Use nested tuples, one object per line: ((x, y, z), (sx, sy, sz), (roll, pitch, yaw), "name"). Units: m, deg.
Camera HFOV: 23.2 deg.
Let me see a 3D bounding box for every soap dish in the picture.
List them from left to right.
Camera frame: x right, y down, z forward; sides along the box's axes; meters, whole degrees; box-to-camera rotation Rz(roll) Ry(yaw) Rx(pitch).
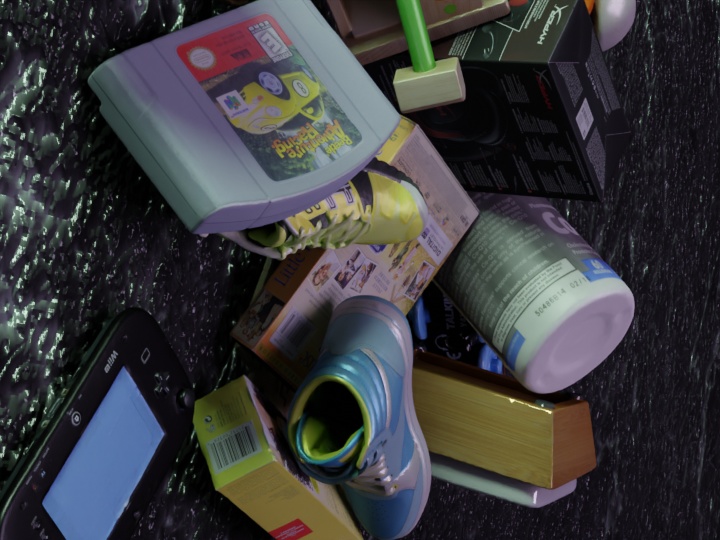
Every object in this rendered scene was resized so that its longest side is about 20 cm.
((0.085, 0.121, 1.417), (0.157, 0.198, 0.082), (1, 104, -69), "soap dish")

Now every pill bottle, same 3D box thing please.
((0.116, -0.009, 1.400), (0.113, 0.200, 0.114), (-28, 147, -20), "pill bottle")

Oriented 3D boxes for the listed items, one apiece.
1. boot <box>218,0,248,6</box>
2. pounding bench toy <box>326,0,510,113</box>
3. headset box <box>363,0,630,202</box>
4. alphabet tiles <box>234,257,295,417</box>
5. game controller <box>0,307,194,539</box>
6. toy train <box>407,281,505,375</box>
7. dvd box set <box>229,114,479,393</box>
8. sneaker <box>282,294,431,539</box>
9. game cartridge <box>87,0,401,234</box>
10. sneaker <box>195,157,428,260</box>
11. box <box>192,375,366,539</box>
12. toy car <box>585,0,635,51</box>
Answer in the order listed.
((-0.077, -0.261, 1.119), (0.074, 0.075, 0.202), (-56, 146, -50), "boot")
((0.023, -0.227, 1.201), (0.156, 0.123, 0.201), (64, 11, -50), "pounding bench toy")
((0.084, -0.132, 1.312), (0.075, 0.198, 0.149), (-63, 142, -30), "headset box")
((-0.046, 0.043, 1.350), (0.168, 0.007, 0.201), (61, 41, -53), "alphabet tiles")
((-0.160, 0.118, 1.059), (0.105, 0.042, 0.201), (74, 31, -41), "game controller")
((0.090, 0.020, 1.567), (0.115, 0.086, 0.202), (-61, 148, -53), "toy train")
((0.000, 0.000, 1.291), (0.201, 0.029, 0.146), (-54, 147, -7), "dvd box set")
((-0.006, 0.133, 1.243), (0.131, 0.079, 0.202), (-57, 143, -55), "sneaker")
((-0.063, -0.099, 1.102), (0.200, 0.041, 0.134), (-31, 85, -47), "game cartridge")
((-0.042, -0.037, 1.150), (0.198, 0.076, 0.077), (9, 49, -29), "sneaker")
((-0.056, 0.152, 1.262), (0.076, 0.050, 0.200), (66, 6, 31), "box")
((0.130, -0.263, 1.409), (0.150, 0.173, 0.202), (95, -14, -73), "toy car")
